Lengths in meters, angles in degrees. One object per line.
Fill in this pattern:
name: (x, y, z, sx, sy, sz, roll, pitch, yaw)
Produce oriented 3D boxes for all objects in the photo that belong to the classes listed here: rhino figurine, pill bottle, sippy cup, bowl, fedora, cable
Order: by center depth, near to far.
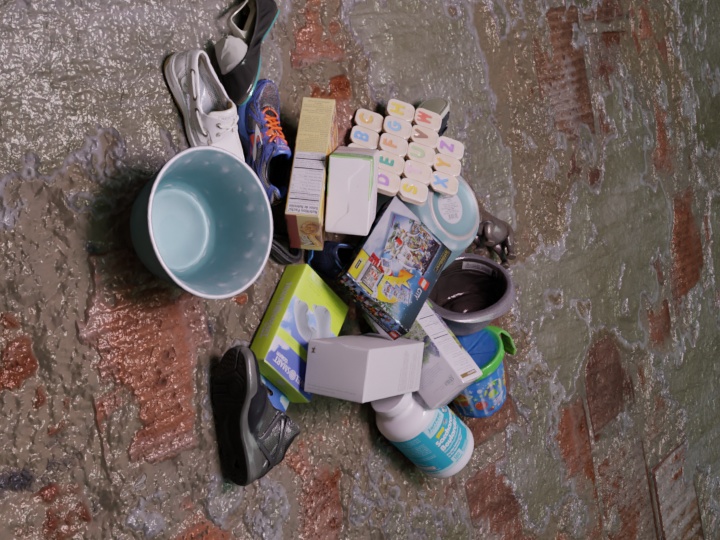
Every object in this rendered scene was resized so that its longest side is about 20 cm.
bowl: (-0.226, -0.059, 1.487, 0.200, 0.105, 0.201, 6, 81, -43)
cable: (-0.162, -0.048, 1.651, 0.200, 0.050, 0.097, 0, 72, -62)
pill bottle: (0.099, 0.258, 1.869, 0.200, 0.111, 0.111, 46, 54, -38)
bowl: (0.127, -0.096, 1.903, 0.200, 0.105, 0.201, 12, 72, -38)
fedora: (0.175, 0.054, 1.970, 0.200, 0.177, 0.090, -26, 141, -32)
sippy cup: (0.202, 0.189, 1.993, 0.140, 0.177, 0.131, -102, 173, -54)
rhino figurine: (0.228, -0.078, 2.087, 0.200, 0.060, 0.088, 29, 46, -44)

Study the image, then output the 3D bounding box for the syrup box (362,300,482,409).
syrup box: (0.101, 0.121, 1.824, 0.200, 0.079, 0.081, 53, 27, 13)

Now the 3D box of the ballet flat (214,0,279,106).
ballet flat: (-0.176, -0.331, 1.627, 0.068, 0.068, 0.200, 35, 50, -32)

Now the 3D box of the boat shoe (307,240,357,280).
boat shoe: (0.000, 0.000, 1.802, 0.200, 0.069, 0.084, 8, 81, -49)

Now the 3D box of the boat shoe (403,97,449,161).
boat shoe: (0.096, -0.222, 1.935, 0.200, 0.074, 0.066, -55, 145, -38)

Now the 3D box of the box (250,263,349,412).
box: (-0.099, 0.105, 1.693, 0.122, 0.048, 0.200, 47, 53, -37)

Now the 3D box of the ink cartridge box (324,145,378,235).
ink cartridge box: (-0.010, -0.128, 1.713, 0.200, 0.067, 0.118, -70, 164, -78)

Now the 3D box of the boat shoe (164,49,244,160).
boat shoe: (-0.207, -0.216, 1.570, 0.071, 0.069, 0.200, -48, 123, -42)

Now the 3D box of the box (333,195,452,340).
box: (0.054, -0.006, 1.762, 0.137, 0.038, 0.200, 44, 47, -13)

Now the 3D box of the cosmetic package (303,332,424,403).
cosmetic package: (0.009, 0.146, 1.715, 0.200, 0.107, 0.085, -2, 99, -61)

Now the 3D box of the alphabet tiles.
alphabet tiles: (0.077, -0.199, 1.847, 0.195, 0.015, 0.200, 18, 55, -8)

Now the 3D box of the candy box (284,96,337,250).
candy box: (-0.072, -0.145, 1.678, 0.116, 0.055, 0.201, 87, 9, -66)

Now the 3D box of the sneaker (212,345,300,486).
sneaker: (-0.149, 0.199, 1.607, 0.114, 0.076, 0.200, -17, 103, -51)

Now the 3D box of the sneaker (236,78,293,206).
sneaker: (-0.134, -0.185, 1.649, 0.075, 0.078, 0.201, 2, 86, -51)
